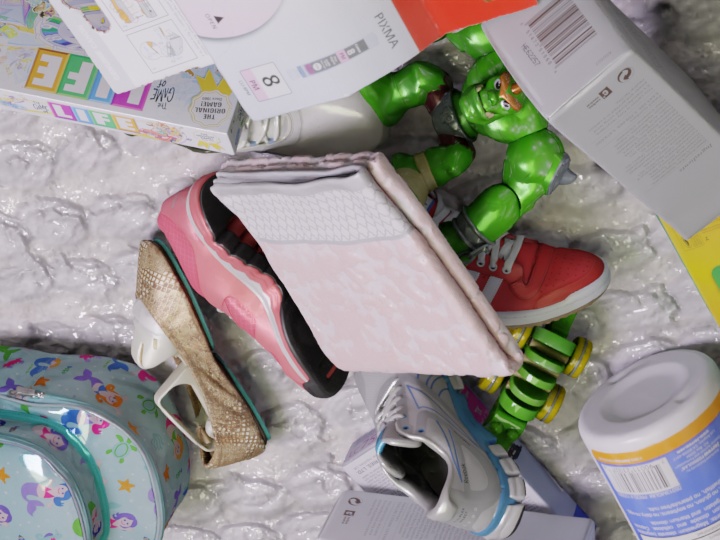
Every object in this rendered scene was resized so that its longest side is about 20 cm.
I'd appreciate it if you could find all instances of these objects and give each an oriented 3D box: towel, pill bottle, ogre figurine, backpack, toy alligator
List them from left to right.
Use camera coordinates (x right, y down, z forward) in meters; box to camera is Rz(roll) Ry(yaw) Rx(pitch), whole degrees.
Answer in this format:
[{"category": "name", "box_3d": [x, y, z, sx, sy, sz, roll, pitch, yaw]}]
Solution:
[{"category": "backpack", "box_3d": [-0.240, 0.155, 1.794, 0.199, 0.151, 0.178, 1, 120, 13]}, {"category": "towel", "box_3d": [0.000, 0.000, 1.579, 0.200, 0.032, 0.191, 0, 131, 55]}, {"category": "ogre figurine", "box_3d": [0.068, -0.109, 1.545, 0.120, 0.098, 0.201, -21, 71, 15]}, {"category": "toy alligator", "box_3d": [0.114, 0.097, 1.659, 0.059, 0.054, 0.200, 27, 110, -5]}, {"category": "pill bottle", "box_3d": [0.248, 0.167, 1.651, 0.112, 0.112, 0.200, -19, 114, 28]}]

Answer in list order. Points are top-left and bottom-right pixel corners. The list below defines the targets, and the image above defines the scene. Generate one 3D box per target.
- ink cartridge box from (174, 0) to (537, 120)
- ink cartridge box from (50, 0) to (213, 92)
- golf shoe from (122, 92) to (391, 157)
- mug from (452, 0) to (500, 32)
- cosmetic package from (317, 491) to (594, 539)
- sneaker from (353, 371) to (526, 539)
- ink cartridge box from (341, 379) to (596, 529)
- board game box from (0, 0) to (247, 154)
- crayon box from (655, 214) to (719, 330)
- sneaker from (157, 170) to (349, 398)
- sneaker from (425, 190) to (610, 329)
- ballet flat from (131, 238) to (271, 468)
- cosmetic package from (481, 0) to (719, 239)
[{"category": "ink cartridge box", "box_3d": [-0.018, -0.185, 1.376, 0.199, 0.057, 0.163, -11, 127, 32]}, {"category": "ink cartridge box", "box_3d": [-0.113, -0.211, 1.457, 0.199, 0.057, 0.163, -12, 127, 33]}, {"category": "golf shoe", "box_3d": [-0.079, -0.103, 1.602, 0.199, 0.097, 0.079, 7, 122, 13]}, {"category": "mug", "box_3d": [0.057, -0.284, 1.443, 0.177, 0.133, 0.200, -44, 98, -4]}, {"category": "cosmetic package", "box_3d": [0.074, 0.236, 1.720, 0.199, 0.074, 0.102, 5, 122, 18]}, {"category": "sneaker", "box_3d": [0.038, 0.114, 1.650, 0.086, 0.200, 0.075, 8, 119, -39]}, {"category": "ink cartridge box", "box_3d": [0.094, 0.186, 1.758, 0.119, 0.042, 0.200, -35, 102, 32]}, {"category": "board game box", "box_3d": [-0.165, -0.164, 1.573, 0.199, 0.135, 0.034, 11, 159, 11]}, {"category": "crayon box", "box_3d": [0.297, 0.000, 1.561, 0.118, 0.058, 0.200, -20, 113, 28]}, {"category": "sneaker", "box_3d": [-0.078, 0.011, 1.703, 0.087, 0.074, 0.200, -12, 120, 48]}, {"category": "sneaker", "box_3d": [0.074, -0.022, 1.616, 0.199, 0.071, 0.113, -2, 123, 22]}, {"category": "ballet flat", "box_3d": [-0.136, 0.072, 1.741, 0.065, 0.070, 0.200, -32, 111, -12]}, {"category": "cosmetic package", "box_3d": [0.169, -0.107, 1.446, 0.074, 0.102, 0.200, -39, 141, 13]}]
